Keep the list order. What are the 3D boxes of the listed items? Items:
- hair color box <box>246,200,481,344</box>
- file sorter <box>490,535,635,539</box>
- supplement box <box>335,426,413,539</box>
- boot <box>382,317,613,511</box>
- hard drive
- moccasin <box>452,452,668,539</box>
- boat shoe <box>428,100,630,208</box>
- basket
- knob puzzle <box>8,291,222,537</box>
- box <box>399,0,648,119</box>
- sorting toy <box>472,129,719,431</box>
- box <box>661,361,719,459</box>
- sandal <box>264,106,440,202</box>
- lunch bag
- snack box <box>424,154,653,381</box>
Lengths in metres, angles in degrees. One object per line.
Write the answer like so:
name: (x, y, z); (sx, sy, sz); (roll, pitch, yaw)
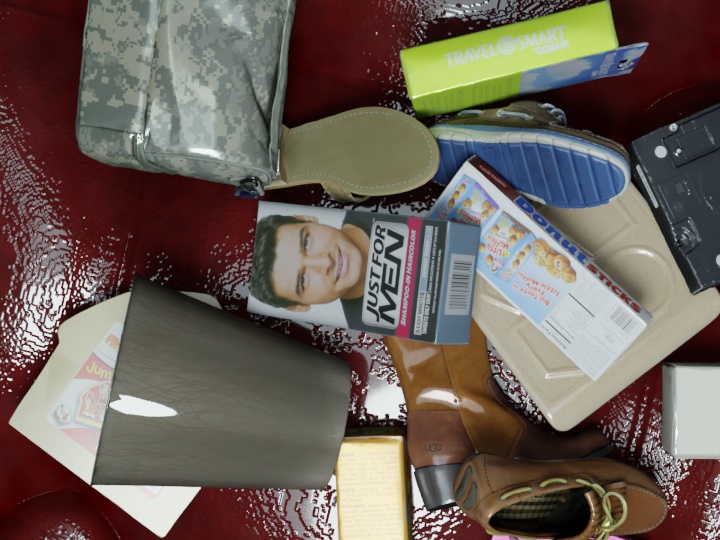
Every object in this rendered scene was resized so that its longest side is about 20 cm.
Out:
hair color box: (0.000, 0.000, 1.046); (0.197, 0.060, 0.101); (8, 92, 35)
file sorter: (0.157, 0.322, 1.038); (0.137, 0.125, 0.203); (18, 95, 5)
supplement box: (0.015, 0.243, 1.086); (0.068, 0.067, 0.204); (-5, 90, 5)
boot: (0.116, 0.095, 1.085); (0.185, 0.069, 0.203); (-11, 73, -7)
hard drive: (0.343, -0.082, 1.046); (0.197, 0.038, 0.141); (-24, 80, -5)
moccasin: (0.172, 0.191, 0.993); (0.199, 0.078, 0.074); (16, 112, -31)
boat shoe: (0.142, -0.109, 1.038); (0.197, 0.073, 0.073); (13, 49, 32)
basket: (-0.115, 0.112, 1.051); (0.197, 0.136, 0.184); (12, 87, -10)
knob puzzle: (-0.191, 0.107, 1.120); (0.215, 0.030, 0.224); (0, 89, -6)
box: (0.136, -0.178, 1.045); (0.197, 0.122, 0.049); (-12, 87, 5)
sorting toy: (0.186, 0.008, 1.068); (0.184, 0.036, 0.201); (-35, 80, -4)
box: (0.362, 0.120, 1.053); (0.196, 0.068, 0.084); (2, 90, 6)
sandal: (-0.012, -0.096, 1.093); (0.208, 0.069, 0.079); (1, 78, 28)
lunch bag: (-0.142, -0.174, 1.058); (0.165, 0.139, 0.204); (7, 86, 11)
snack box: (0.145, -0.002, 1.021); (0.200, 0.024, 0.072); (43, 123, 9)
